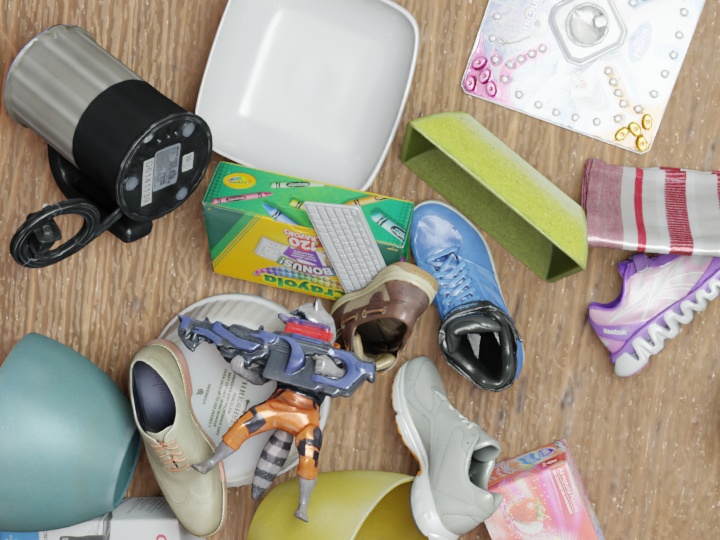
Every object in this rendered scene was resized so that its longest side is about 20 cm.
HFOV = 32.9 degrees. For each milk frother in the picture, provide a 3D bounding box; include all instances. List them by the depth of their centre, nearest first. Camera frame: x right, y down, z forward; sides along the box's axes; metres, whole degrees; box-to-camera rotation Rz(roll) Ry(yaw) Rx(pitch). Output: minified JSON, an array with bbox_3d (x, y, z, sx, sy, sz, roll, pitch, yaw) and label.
[{"bbox_3d":[-0.283,-0.115,1.170,0.188,0.199,0.182,36,117,27],"label":"milk frother"}]

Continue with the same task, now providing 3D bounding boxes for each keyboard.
[{"bbox_3d":[0.000,0.000,1.162,0.056,0.201,0.011,2,54,21],"label":"keyboard"}]

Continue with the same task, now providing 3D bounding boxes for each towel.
[{"bbox_3d":[0.307,-0.057,1.138,0.198,0.144,0.023,5,124,7],"label":"towel"}]

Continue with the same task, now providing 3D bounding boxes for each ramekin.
[{"bbox_3d":[-0.135,0.128,1.248,0.200,0.094,0.204,1,96,9],"label":"ramekin"}]

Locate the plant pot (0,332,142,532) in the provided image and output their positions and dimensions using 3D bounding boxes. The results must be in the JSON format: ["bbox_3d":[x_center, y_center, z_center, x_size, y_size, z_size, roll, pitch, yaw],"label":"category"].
[{"bbox_3d":[-0.297,0.178,1.230,0.134,0.200,0.202,17,99,1],"label":"plant pot"}]

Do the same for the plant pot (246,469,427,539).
[{"bbox_3d":[-0.030,0.283,1.218,0.141,0.199,0.202,14,99,32],"label":"plant pot"}]

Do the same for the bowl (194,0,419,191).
[{"bbox_3d":[-0.047,-0.188,1.209,0.199,0.075,0.201,20,99,7],"label":"bowl"}]

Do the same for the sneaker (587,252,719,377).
[{"bbox_3d":[0.298,0.009,1.180,0.200,0.080,0.089,-46,81,12],"label":"sneaker"}]

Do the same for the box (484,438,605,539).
[{"bbox_3d":[0.197,0.286,1.215,0.102,0.095,0.201,-21,93,10],"label":"box"}]

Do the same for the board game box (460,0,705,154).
[{"bbox_3d":[0.221,-0.239,1.187,0.199,0.026,0.202,20,99,6],"label":"board game box"}]

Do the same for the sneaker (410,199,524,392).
[{"bbox_3d":[0.102,0.025,1.192,0.076,0.111,0.201,-23,92,11],"label":"sneaker"}]

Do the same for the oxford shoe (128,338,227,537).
[{"bbox_3d":[-0.184,0.169,1.175,0.070,0.074,0.202,-19,93,10],"label":"oxford shoe"}]

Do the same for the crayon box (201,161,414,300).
[{"bbox_3d":[-0.050,-0.032,1.202,0.198,0.119,0.059,12,57,7],"label":"crayon box"}]

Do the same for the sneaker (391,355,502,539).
[{"bbox_3d":[0.092,0.164,1.186,0.092,0.076,0.201,-31,51,25],"label":"sneaker"}]

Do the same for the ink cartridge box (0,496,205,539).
[{"bbox_3d":[-0.269,0.323,1.296,0.198,0.084,0.147,-3,96,9],"label":"ink cartridge box"}]

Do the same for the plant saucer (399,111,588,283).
[{"bbox_3d":[0.130,-0.074,1.139,0.199,0.200,0.048,40,86,2],"label":"plant saucer"}]

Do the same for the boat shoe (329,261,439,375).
[{"bbox_3d":[0.010,0.063,1.176,0.072,0.200,0.072,29,58,-13],"label":"boat shoe"}]

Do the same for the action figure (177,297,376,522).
[{"bbox_3d":[-0.088,0.113,1.156,0.199,0.105,0.195,21,76,15],"label":"action figure"}]
